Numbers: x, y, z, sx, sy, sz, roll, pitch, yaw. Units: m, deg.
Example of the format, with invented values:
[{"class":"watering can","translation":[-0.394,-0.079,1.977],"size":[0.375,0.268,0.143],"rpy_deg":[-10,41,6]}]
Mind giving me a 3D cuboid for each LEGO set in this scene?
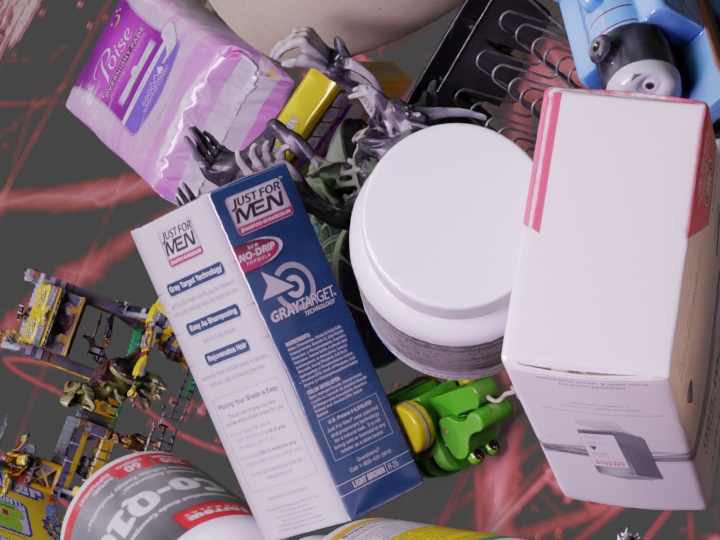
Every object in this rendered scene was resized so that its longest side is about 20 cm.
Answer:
[{"class":"LEGO set","translation":[-0.195,0.084,1.907],"size":[0.154,0.116,0.200],"rpy_deg":[23,90,59]}]

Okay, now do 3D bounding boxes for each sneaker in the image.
[{"class":"sneaker","translation":[0.000,0.000,1.718],"size":[0.086,0.078,0.200],"rpy_deg":[-52,24,33]}]

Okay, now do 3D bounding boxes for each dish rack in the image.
[{"class":"dish rack","translation":[0.094,-0.074,1.627],"size":[0.154,0.054,0.200],"rpy_deg":[-61,32,12]}]

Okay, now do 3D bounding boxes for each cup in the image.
[{"class":"cup","translation":[-0.022,-0.213,1.753],"size":[0.143,0.200,0.200],"rpy_deg":[-46,36,29]}]

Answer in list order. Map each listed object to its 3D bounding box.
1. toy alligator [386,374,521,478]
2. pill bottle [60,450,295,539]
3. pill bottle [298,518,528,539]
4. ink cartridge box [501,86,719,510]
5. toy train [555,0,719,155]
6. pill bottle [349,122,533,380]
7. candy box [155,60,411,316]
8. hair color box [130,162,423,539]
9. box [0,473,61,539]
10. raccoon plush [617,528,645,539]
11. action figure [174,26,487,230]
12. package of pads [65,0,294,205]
[{"class":"toy alligator","translation":[0.054,0.091,1.586],"size":[0.200,0.059,0.054],"rpy_deg":[-10,103,54]},{"class":"pill bottle","translation":[-0.097,0.190,1.690],"size":[0.200,0.114,0.114],"rpy_deg":[26,93,59]},{"class":"pill bottle","translation":[0.028,0.192,1.496],"size":[0.200,0.113,0.113],"rpy_deg":[2,72,57]},{"class":"ink cartridge box","translation":[0.133,0.019,1.366],"size":[0.085,0.200,0.146],"rpy_deg":[6,69,13]},{"class":"toy train","translation":[0.158,-0.137,1.509],"size":[0.087,0.114,0.200],"rpy_deg":[-45,37,33]},{"class":"pill bottle","translation":[0.052,-0.010,1.466],"size":[0.200,0.114,0.114],"rpy_deg":[73,-145,-80]},{"class":"candy box","translation":[-0.049,-0.051,1.797],"size":[0.026,0.102,0.200],"rpy_deg":[41,110,17]},{"class":"hair color box","translation":[-0.048,0.049,1.589],"size":[0.100,0.060,0.200],"rpy_deg":[-22,92,55]},{"class":"box","translation":[-0.305,0.260,1.958],"size":[0.200,0.122,0.193],"rpy_deg":[-52,34,24]},{"class":"raccoon plush","translation":[0.181,0.201,1.319],"size":[0.200,0.097,0.134],"rpy_deg":[7,59,29]},{"class":"action figure","translation":[-0.028,-0.073,1.645],"size":[0.200,0.102,0.119],"rpy_deg":[-20,38,37]},{"class":"package of pads","translation":[-0.130,-0.126,1.988],"size":[0.121,0.076,0.200],"rpy_deg":[-60,31,7]}]
